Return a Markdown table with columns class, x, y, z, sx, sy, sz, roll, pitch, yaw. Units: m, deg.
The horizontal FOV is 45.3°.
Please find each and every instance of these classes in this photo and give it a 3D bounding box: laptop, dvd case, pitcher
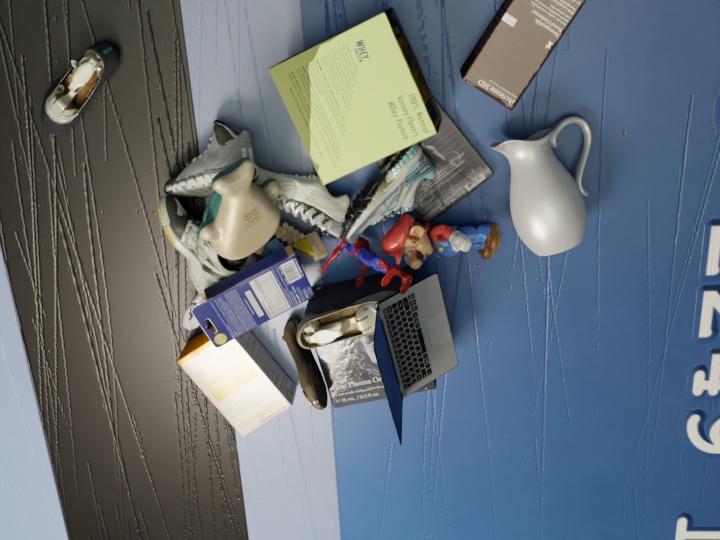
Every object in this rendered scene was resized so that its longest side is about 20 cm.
| class | x | y | z | sx | sy | sz | roll | pitch | yaw |
| --- | --- | --- | --- | --- | --- | --- | --- | --- | --- |
| laptop | 0.095 | 0.140 | 1.409 | 0.199 | 0.116 | 0.189 | -27 | 118 | -22 |
| dvd case | 0.109 | -0.194 | 1.464 | 0.148 | 0.016 | 0.200 | -37 | 107 | 19 |
| pitcher | 0.322 | -0.141 | 1.427 | 0.170 | 0.121 | 0.202 | -21 | 100 | -4 |

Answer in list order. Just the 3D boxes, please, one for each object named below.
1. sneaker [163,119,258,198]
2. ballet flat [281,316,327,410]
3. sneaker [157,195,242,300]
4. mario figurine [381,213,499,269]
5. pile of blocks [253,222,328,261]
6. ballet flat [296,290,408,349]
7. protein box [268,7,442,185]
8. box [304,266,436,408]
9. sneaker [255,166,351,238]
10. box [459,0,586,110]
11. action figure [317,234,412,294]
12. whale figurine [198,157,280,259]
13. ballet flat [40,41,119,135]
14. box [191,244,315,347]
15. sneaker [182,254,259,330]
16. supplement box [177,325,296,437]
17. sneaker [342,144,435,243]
| class | x | y | z | sx | sy | sz | roll | pitch | yaw |
| --- | --- | --- | --- | --- | --- | --- | --- | --- | --- |
| sneaker | -0.254 | -0.193 | 1.471 | 0.198 | 0.075 | 0.117 | -10 | 79 | 31 |
| ballet flat | -0.104 | 0.169 | 1.549 | 0.046 | 0.201 | 0.067 | -27 | 143 | 7 |
| sneaker | -0.272 | -0.051 | 1.488 | 0.087 | 0.076 | 0.201 | -30 | 91 | 10 |
| mario figurine | 0.134 | -0.033 | 1.478 | 0.197 | 0.107 | 0.124 | 0 | 131 | -3 |
| pile of blocks | -0.156 | -0.052 | 1.515 | 0.198 | 0.062 | 0.083 | 24 | 71 | -4 |
| ballet flat | -0.014 | 0.090 | 1.444 | 0.198 | 0.064 | 0.068 | -17 | 106 | 10 |
| protein box | -0.002 | -0.276 | 1.360 | 0.198 | 0.135 | 0.200 | -22 | 104 | 15 |
| box | 0.022 | 0.120 | 1.552 | 0.194 | 0.118 | 0.202 | -12 | 111 | 9 |
| sneaker | -0.108 | -0.135 | 1.484 | 0.199 | 0.075 | 0.082 | 30 | 87 | -2 |
| box | 0.250 | -0.365 | 1.350 | 0.099 | 0.075 | 0.201 | 29 | 114 | -9 |
| action figure | 0.000 | 0.000 | 1.462 | 0.065 | 0.200 | 0.099 | 27 | 101 | -36 |
| whale figurine | -0.203 | -0.110 | 1.388 | 0.159 | 0.104 | 0.201 | -37 | 153 | -19 |
| ballet flat | -0.478 | -0.299 | 1.433 | 0.073 | 0.073 | 0.200 | 42 | 110 | -14 |
| box | -0.185 | 0.046 | 1.481 | 0.199 | 0.033 | 0.122 | -28 | 139 | -5 |
| sneaker | -0.233 | 0.053 | 1.563 | 0.115 | 0.075 | 0.200 | 37 | 108 | -9 |
| supplement box | -0.230 | 0.197 | 1.626 | 0.125 | 0.074 | 0.201 | -32 | 107 | 16 |
| sneaker | 0.050 | -0.115 | 1.439 | 0.086 | 0.078 | 0.200 | 37 | 98 | -20 |
